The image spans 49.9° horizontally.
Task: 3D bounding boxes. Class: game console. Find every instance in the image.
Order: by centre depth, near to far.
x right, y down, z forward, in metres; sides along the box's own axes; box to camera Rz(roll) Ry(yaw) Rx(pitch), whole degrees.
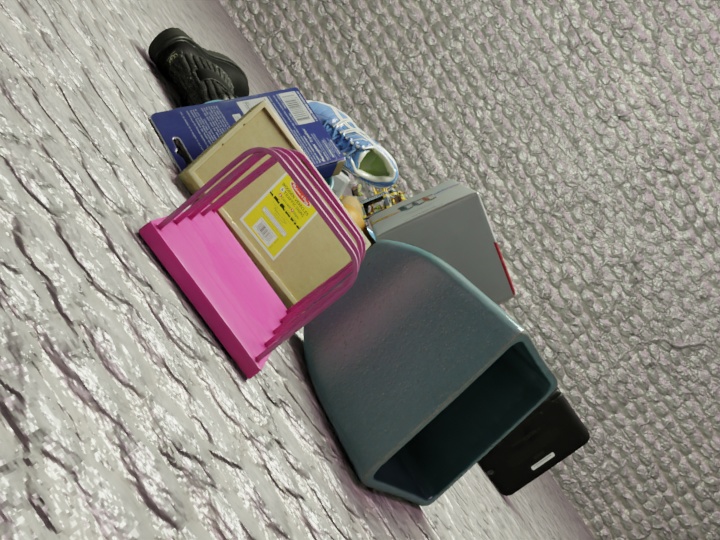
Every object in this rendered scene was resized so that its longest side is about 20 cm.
[{"bbox_3d":[0.296,0.285,1.457,0.177,0.199,0.116,53,7,-8],"label":"game console"}]

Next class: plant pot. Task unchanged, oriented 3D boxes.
[{"bbox_3d":[0.052,0.089,0.794,0.200,0.196,0.196,49,3,32],"label":"plant pot"}]

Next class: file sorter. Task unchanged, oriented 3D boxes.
[{"bbox_3d":[-0.074,-0.024,0.671,0.140,0.125,0.200,53,7,-5],"label":"file sorter"}]

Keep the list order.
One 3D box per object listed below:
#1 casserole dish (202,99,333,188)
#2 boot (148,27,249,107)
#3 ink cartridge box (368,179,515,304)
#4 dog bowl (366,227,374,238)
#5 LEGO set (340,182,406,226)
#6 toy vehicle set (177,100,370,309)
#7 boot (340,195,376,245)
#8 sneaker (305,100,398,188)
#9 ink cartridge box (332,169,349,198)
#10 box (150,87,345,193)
[{"bbox_3d":[-0.122,-0.125,0.917,0.200,0.121,0.039,44,-41,17],"label":"casserole dish"},{"bbox_3d":[-0.191,-0.232,1.073,0.158,0.079,0.210,50,15,20],"label":"boot"},{"bbox_3d":[0.104,-0.024,1.053,0.200,0.143,0.147,-94,161,-79],"label":"ink cartridge box"},{"bbox_3d":[-0.010,-0.040,1.313,0.111,0.050,0.200,34,-8,7],"label":"dog bowl"},{"bbox_3d":[-0.012,-0.145,1.485,0.153,0.197,0.118,-6,76,-67],"label":"LEGO set"},{"bbox_3d":[-0.086,-0.062,0.827,0.026,0.124,0.201,-10,-58,54],"label":"toy vehicle set"},{"bbox_3d":[0.000,-0.001,1.136,0.145,0.070,0.203,-75,145,-61],"label":"boot"},{"bbox_3d":[-0.019,-0.195,1.183,0.198,0.076,0.077,30,5,-13],"label":"sneaker"},{"bbox_3d":[-0.110,-0.163,1.214,0.174,0.085,0.200,32,10,-7],"label":"ink cartridge box"},{"bbox_3d":[-0.127,-0.141,0.875,0.198,0.033,0.122,-19,66,-36],"label":"box"}]
